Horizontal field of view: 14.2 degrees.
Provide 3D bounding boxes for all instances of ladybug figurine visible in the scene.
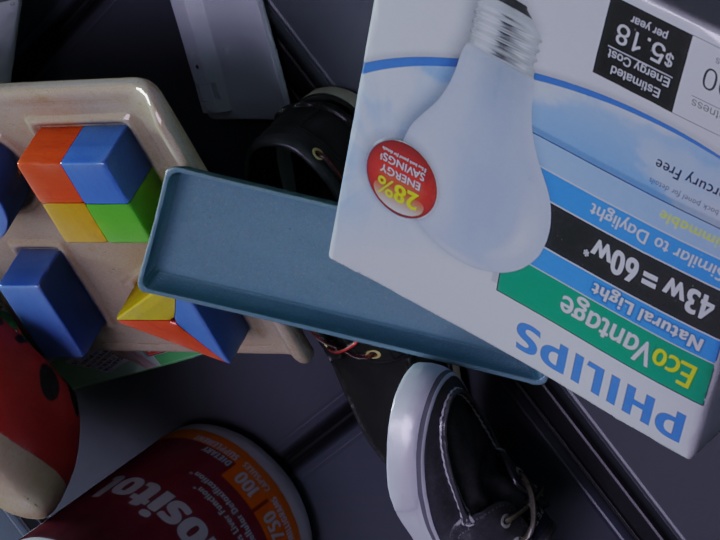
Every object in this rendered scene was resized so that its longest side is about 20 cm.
[{"bbox_3d":[-0.196,0.066,1.501,0.136,0.072,0.200,44,173,-2],"label":"ladybug figurine"}]

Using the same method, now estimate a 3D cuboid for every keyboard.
[{"bbox_3d":[-0.079,-0.166,1.402,0.056,0.011,0.200,0,115,35],"label":"keyboard"}]

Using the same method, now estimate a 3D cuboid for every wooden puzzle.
[{"bbox_3d":[-0.140,-0.015,1.423,0.200,0.046,0.185,4,139,36],"label":"wooden puzzle"}]

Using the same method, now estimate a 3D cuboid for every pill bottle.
[{"bbox_3d":[-0.125,0.171,1.506,0.113,0.200,0.113,21,127,30],"label":"pill bottle"}]

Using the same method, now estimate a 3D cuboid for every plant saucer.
[{"bbox_3d":[0.000,0.000,1.350,0.200,0.019,0.070,13,120,-7],"label":"plant saucer"}]

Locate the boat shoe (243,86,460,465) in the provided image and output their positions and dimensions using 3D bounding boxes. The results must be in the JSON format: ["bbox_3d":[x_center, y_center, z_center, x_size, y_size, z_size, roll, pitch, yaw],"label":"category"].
[{"bbox_3d":[-0.006,0.013,1.410,0.074,0.063,0.201,-1,116,38],"label":"boat shoe"}]

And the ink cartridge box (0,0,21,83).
[{"bbox_3d":[-0.251,-0.145,1.451,0.084,0.145,0.200,54,143,39],"label":"ink cartridge box"}]

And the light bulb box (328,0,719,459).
[{"bbox_3d":[0.109,-0.064,1.217,0.198,0.125,0.200,29,130,24],"label":"light bulb box"}]

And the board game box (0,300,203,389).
[{"bbox_3d":[-0.149,-0.003,1.521,0.200,0.029,0.135,-16,121,44],"label":"board game box"}]

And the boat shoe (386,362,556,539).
[{"bbox_3d":[0.064,0.126,1.401,0.066,0.070,0.200,7,130,25],"label":"boat shoe"}]
